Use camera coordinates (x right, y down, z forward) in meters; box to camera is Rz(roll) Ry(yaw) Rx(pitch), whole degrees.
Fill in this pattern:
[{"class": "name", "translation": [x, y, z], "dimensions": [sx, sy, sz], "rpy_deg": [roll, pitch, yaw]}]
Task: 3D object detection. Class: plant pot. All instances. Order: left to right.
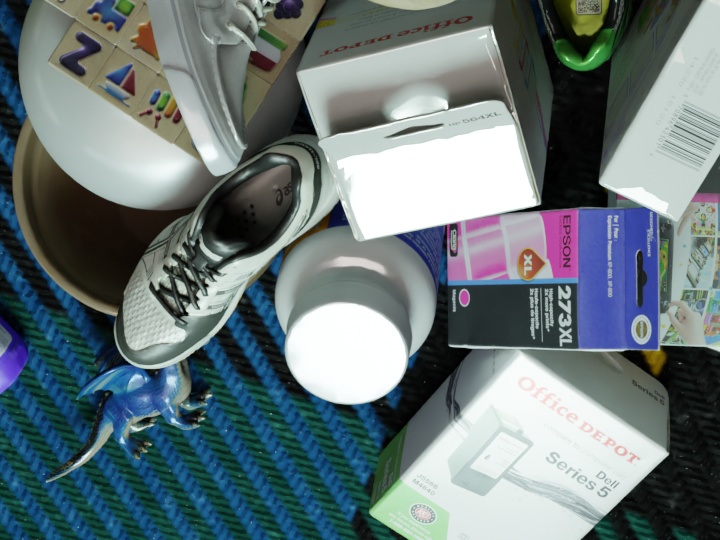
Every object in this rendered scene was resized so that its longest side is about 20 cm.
[{"class": "plant pot", "translation": [-0.140, -0.062, 1.171], "dimensions": [0.199, 0.093, 0.203], "rpy_deg": [0, 85, 2]}]

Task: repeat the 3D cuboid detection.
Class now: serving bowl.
[{"class": "serving bowl", "translation": [-0.137, -0.144, 1.100], "dimensions": [0.198, 0.066, 0.202], "rpy_deg": [0, 86, 2]}]

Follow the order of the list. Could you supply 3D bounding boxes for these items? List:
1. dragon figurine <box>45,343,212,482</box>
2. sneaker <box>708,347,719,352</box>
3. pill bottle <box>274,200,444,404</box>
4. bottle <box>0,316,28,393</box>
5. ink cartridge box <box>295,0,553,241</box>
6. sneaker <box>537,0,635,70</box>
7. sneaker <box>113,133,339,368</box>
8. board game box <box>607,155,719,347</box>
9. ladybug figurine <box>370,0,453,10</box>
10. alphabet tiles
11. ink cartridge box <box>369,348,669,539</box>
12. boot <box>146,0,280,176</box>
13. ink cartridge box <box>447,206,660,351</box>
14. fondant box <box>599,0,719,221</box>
[{"class": "dragon figurine", "translation": [-0.187, 0.092, 1.312], "dimensions": [0.199, 0.059, 0.100], "rpy_deg": [-26, 113, 22]}, {"class": "sneaker", "translation": [0.253, 0.009, 1.180], "dimensions": [0.198, 0.074, 0.081], "rpy_deg": [12, 120, 2]}, {"class": "pill bottle", "translation": [0.000, 0.000, 1.141], "dimensions": [0.111, 0.200, 0.113], "rpy_deg": [3, 122, 5]}, {"class": "bottle", "translation": [-0.355, 0.023, 1.296], "dimensions": [0.083, 0.065, 0.200], "rpy_deg": [-32, 110, 23]}, {"class": "ink cartridge box", "translation": [0.046, -0.117, 1.066], "dimensions": [0.128, 0.200, 0.126], "rpy_deg": [-12, 118, 16]}, {"class": "sneaker", "translation": [0.144, -0.224, 1.054], "dimensions": [0.077, 0.085, 0.201], "rpy_deg": [-7, 118, 14]}, {"class": "sneaker", "translation": [-0.099, -0.015, 1.064], "dimensions": [0.076, 0.088, 0.200], "rpy_deg": [44, 102, 6]}, {"class": "board game box", "translation": [0.270, -0.022, 1.120], "dimensions": [0.198, 0.064, 0.149], "rpy_deg": [2, 92, 2]}, {"class": "ladybug figurine", "translation": [-0.010, -0.226, 0.889], "dimensions": [0.200, 0.136, 0.072], "rpy_deg": [46, 157, -26]}, {"class": "alphabet tiles", "translation": [-0.131, -0.187, 1.067], "dimensions": [0.199, 0.008, 0.168], "rpy_deg": [33, 86, 4]}, {"class": "ink cartridge box", "translation": [0.123, 0.141, 1.272], "dimensions": [0.145, 0.084, 0.200], "rpy_deg": [33, 120, -10]}, {"class": "boot", "translation": [-0.080, -0.167, 1.023], "dimensions": [0.095, 0.074, 0.202], "rpy_deg": [-17, 84, 6]}, {"class": "ink cartridge box", "translation": [0.128, 0.007, 1.132], "dimensions": [0.037, 0.199, 0.096], "rpy_deg": [1, 88, -34]}, {"class": "fondant box", "translation": [0.209, -0.143, 1.022], "dimensions": [0.058, 0.200, 0.145], "rpy_deg": [24, 121, -4]}]
